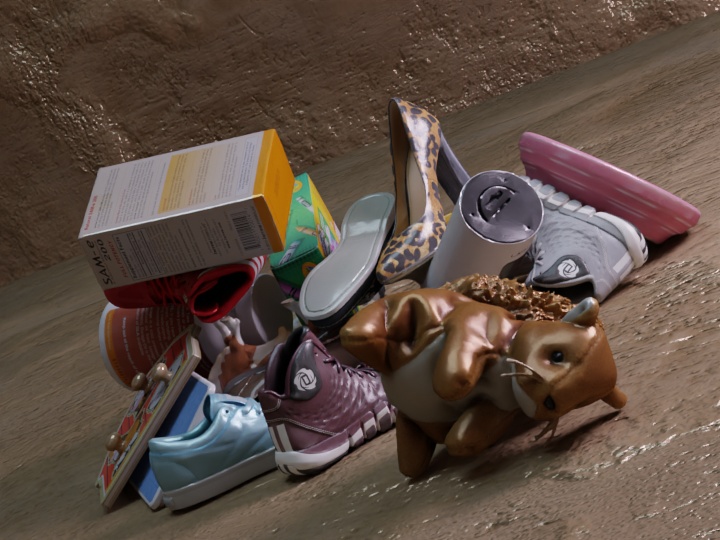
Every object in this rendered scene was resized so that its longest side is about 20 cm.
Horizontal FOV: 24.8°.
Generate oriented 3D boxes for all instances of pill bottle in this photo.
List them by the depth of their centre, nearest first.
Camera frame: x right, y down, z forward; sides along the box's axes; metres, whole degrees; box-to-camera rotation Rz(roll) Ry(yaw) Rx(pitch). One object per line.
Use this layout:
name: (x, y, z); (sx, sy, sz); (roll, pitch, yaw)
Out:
pill bottle: (-0.179, 0.064, 1.798); (0.200, 0.112, 0.112); (-13, 14, 28)

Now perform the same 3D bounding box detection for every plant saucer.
plant saucer: (0.248, -0.080, 1.678); (0.201, 0.200, 0.051); (-133, 67, -80)

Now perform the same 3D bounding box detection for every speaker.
speaker: (0.110, -0.011, 1.557); (0.081, 0.081, 0.200); (-28, -21, -25)

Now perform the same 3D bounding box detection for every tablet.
tablet: (-0.191, 0.161, 1.622); (0.130, 0.014, 0.200); (-64, 17, -4)

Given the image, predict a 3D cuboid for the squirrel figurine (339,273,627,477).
squirrel figurine: (0.120, 0.060, 1.275); (0.186, 0.142, 0.200); (-9, 19, 35)

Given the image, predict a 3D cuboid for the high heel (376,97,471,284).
high heel: (0.035, -0.080, 1.637); (0.071, 0.143, 0.200); (-28, 13, 43)

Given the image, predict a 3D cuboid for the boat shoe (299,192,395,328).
boat shoe: (0.000, 0.000, 1.657); (0.075, 0.060, 0.200); (-2, 37, 32)

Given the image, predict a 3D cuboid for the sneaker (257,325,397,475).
sneaker: (-0.010, 0.090, 1.465); (0.200, 0.116, 0.076); (-31, 12, -36)

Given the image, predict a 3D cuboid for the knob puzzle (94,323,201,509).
knob puzzle: (-0.227, 0.136, 1.681); (0.220, 0.030, 0.220); (-55, 13, 20)

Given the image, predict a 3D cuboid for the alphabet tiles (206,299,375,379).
alphabet tiles: (-0.080, 0.089, 1.790); (0.200, 0.006, 0.166); (-42, 29, -26)

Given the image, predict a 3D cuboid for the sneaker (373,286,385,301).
sneaker: (-0.059, 0.067, 1.898); (0.200, 0.074, 0.080); (-28, 25, 2)

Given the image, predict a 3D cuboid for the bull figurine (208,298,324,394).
bull figurine: (-0.095, 0.094, 1.673); (0.200, 0.122, 0.065); (-18, 13, 0)

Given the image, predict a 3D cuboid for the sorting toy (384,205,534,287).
sorting toy: (0.111, -0.022, 1.745); (0.200, 0.107, 0.180); (-14, 5, 45)

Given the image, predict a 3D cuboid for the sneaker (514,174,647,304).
sneaker: (0.171, -0.020, 1.604); (0.200, 0.075, 0.116); (22, 61, 39)

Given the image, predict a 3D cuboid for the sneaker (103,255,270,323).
sneaker: (-0.192, 0.010, 1.688); (0.200, 0.078, 0.116); (-22, 23, 21)

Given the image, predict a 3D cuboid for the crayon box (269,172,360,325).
crayon box: (-0.053, -0.011, 1.801); (0.058, 0.119, 0.200); (-25, 26, 7)

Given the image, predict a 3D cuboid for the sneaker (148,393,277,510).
sneaker: (-0.103, 0.142, 1.508); (0.200, 0.082, 0.074); (-27, 11, -19)

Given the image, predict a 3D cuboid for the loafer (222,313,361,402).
loafer: (-0.039, 0.110, 1.608); (0.200, 0.073, 0.071); (-29, 20, 1)

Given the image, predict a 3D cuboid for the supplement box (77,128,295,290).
supplement box: (-0.175, -0.062, 1.664); (0.199, 0.074, 0.126); (-11, 36, 13)
